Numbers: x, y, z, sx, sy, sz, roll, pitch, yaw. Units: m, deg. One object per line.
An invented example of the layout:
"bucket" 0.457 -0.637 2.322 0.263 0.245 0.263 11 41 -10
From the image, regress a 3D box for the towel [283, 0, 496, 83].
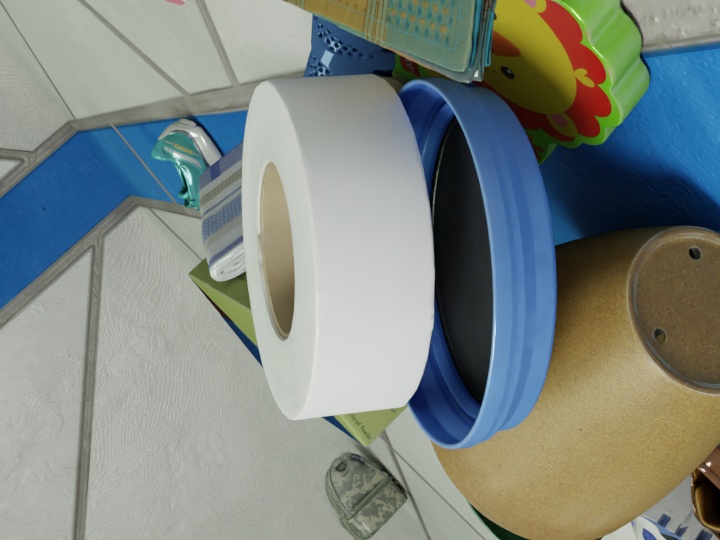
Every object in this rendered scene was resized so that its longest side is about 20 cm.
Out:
"towel" 0.013 -0.187 0.584 0.199 0.021 0.149 35 121 51

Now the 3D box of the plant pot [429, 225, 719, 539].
"plant pot" 0.151 0.053 0.715 0.187 0.186 0.200 46 156 4

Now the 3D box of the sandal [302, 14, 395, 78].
"sandal" -0.008 -0.139 0.839 0.079 0.087 0.201 45 166 20

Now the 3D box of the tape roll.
"tape roll" -0.020 -0.015 0.727 0.202 0.070 0.206 174 90 -75

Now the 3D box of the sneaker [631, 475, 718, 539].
"sneaker" 0.240 0.184 0.980 0.200 0.081 0.115 47 166 -3

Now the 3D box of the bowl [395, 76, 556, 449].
"bowl" 0.054 -0.005 0.668 0.200 0.039 0.204 175 90 -74

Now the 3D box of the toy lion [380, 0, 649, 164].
"toy lion" 0.075 -0.124 0.676 0.191 0.069 0.201 32 162 29

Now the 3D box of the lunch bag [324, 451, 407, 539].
"lunch bag" -0.004 0.472 2.565 0.168 0.139 0.200 46 167 6

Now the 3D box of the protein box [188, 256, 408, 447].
"protein box" 0.000 0.000 0.961 0.135 0.200 0.198 52 167 -22

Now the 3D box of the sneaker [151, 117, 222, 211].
"sneaker" -0.205 -0.110 1.618 0.201 0.080 0.077 53 166 -24

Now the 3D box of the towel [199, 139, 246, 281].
"towel" -0.069 -0.075 0.978 0.024 0.146 0.201 51 -172 -27

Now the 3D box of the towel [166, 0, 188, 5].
"towel" -0.197 -0.277 1.024 0.144 0.030 0.200 12 175 -20

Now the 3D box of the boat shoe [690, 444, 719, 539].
"boat shoe" 0.262 0.157 0.849 0.072 0.067 0.201 37 164 40

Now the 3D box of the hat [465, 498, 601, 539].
"hat" 0.183 0.137 1.000 0.164 0.201 0.177 31 138 -5
